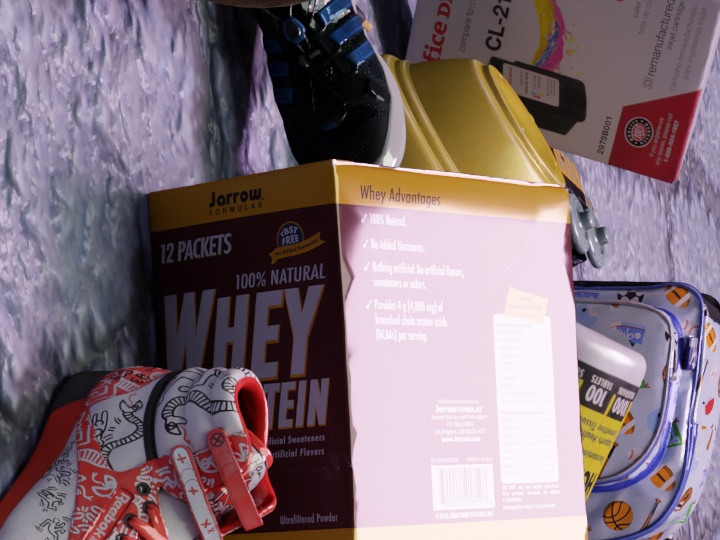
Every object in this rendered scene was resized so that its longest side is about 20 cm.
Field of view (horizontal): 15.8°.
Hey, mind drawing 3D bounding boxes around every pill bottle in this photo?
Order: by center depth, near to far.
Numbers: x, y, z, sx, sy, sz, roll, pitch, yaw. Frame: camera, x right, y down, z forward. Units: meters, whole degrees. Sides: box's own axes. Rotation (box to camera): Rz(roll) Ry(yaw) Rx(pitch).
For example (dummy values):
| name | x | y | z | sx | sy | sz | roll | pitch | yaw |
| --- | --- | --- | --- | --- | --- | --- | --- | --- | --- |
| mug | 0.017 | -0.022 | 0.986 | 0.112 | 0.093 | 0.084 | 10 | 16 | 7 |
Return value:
| name | x | y | z | sx | sy | sz | roll | pitch | yaw |
| --- | --- | --- | --- | --- | --- | --- | --- | --- | --- |
| pill bottle | 0.078 | 0.119 | 1.515 | 0.201 | 0.112 | 0.112 | -65 | 159 | 2 |

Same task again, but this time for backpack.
| name | x | y | z | sx | sy | sz | roll | pitch | yaw |
| --- | --- | --- | --- | --- | --- | --- | --- | --- | --- |
| backpack | 0.167 | 0.102 | 1.834 | 0.154 | 0.199 | 0.192 | 3 | 89 | -65 |

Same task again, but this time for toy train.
| name | x | y | z | sx | sy | sz | roll | pitch | yaw |
| --- | --- | --- | --- | --- | --- | --- | --- | --- | --- |
| toy train | 0.124 | -0.060 | 1.900 | 0.200 | 0.085 | 0.115 | 29 | 49 | -67 |

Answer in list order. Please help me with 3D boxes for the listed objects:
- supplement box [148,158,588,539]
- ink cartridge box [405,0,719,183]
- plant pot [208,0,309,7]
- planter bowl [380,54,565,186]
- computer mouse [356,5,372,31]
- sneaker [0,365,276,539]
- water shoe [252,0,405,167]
| name | x | y | z | sx | sy | sz | roll | pitch | yaw |
| --- | --- | --- | --- | --- | --- | --- | --- | --- | --- |
| supplement box | 0.006 | 0.055 | 1.366 | 0.197 | 0.132 | 0.201 | 3 | 81 | -49 |
| ink cartridge box | 0.136 | -0.161 | 1.724 | 0.083 | 0.199 | 0.146 | -62 | 166 | -54 |
| plant pot | -0.048 | -0.252 | 1.352 | 0.200 | 0.186 | 0.188 | -84 | 163 | -71 |
| planter bowl | 0.071 | -0.070 | 1.622 | 0.201 | 0.083 | 0.201 | 54 | 12 | -17 |
| computer mouse | 0.015 | -0.218 | 1.673 | 0.200 | 0.046 | 0.141 | 33 | 53 | -66 |
| sneaker | -0.102 | 0.117 | 1.168 | 0.202 | 0.107 | 0.067 | -72 | 150 | -47 |
| water shoe | -0.034 | -0.130 | 1.464 | 0.079 | 0.071 | 0.201 | 32 | 34 | -52 |
